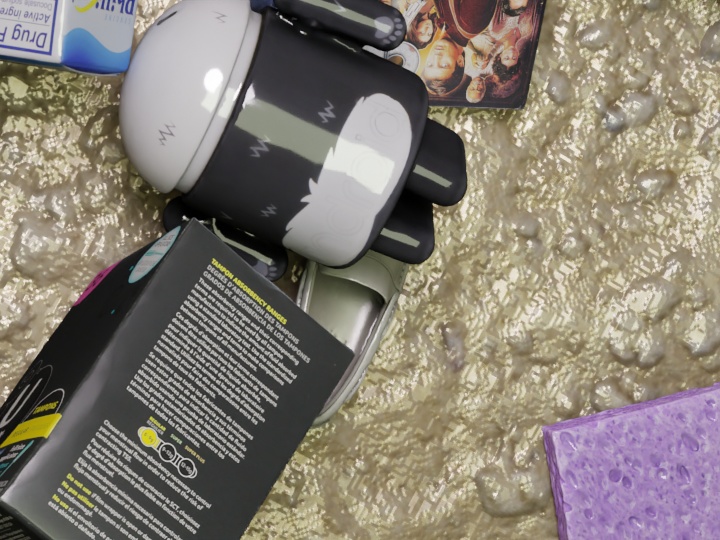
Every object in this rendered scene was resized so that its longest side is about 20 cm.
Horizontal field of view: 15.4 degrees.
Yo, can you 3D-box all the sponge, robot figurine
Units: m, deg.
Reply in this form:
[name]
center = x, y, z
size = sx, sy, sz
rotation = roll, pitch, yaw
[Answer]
[sponge]
center = 0.216, 0.131, 1.690
size = 0.199, 0.030, 0.112
rotation = -13, 99, -14
[robot figurine]
center = -0.039, -0.078, 1.507
size = 0.199, 0.125, 0.151
rotation = 23, 76, -11

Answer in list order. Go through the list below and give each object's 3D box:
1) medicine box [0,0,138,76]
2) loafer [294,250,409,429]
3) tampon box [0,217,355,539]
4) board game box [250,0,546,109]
[medicine box]
center = -0.213, -0.218, 1.451
size = 0.181, 0.103, 0.201
rotation = 10, 94, 17
[loafer]
center = 0.000, 0.000, 1.592
size = 0.070, 0.070, 0.201
rotation = 19, 90, -18
[tampon box]
center = -0.127, 0.096, 1.491
size = 0.126, 0.150, 0.200
rotation = 40, 62, -14
[board game box]
center = 0.012, -0.166, 1.572
size = 0.199, 0.035, 0.136
rotation = 1, 119, -16
